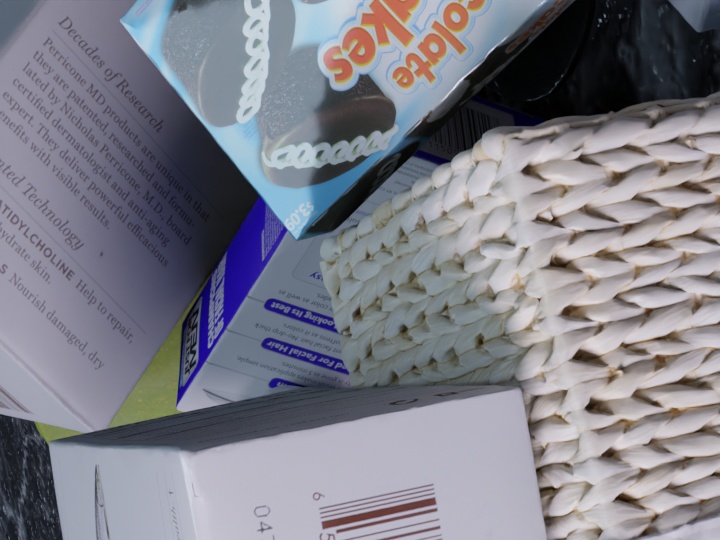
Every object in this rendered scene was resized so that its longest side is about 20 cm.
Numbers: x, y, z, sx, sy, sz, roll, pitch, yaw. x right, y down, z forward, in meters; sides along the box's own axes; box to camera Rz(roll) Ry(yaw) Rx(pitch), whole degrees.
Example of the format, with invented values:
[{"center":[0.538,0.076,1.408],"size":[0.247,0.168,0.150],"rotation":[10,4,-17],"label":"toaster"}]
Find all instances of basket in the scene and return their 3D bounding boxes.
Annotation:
[{"center":[0.115,0.031,0.678],"size":[0.198,0.200,0.161],"rotation":[150,108,-66],"label":"basket"}]

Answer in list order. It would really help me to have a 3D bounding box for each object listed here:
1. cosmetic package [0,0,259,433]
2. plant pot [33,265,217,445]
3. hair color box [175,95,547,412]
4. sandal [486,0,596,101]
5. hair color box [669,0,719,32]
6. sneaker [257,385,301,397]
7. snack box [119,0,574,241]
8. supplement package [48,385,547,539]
[{"center":[-0.174,-0.050,0.919],"size":[0.167,0.200,0.166],"rotation":[3,143,48],"label":"cosmetic package"},{"center":[-0.093,0.038,1.038],"size":[0.200,0.190,0.200],"rotation":[-22,-90,-86],"label":"plant pot"},{"center":[0.000,0.000,0.849],"size":[0.200,0.109,0.065],"rotation":[-56,25,38],"label":"hair color box"},{"center":[0.047,-0.161,0.698],"size":[0.075,0.048,0.201],"rotation":[6,112,30],"label":"sandal"},{"center":[0.140,-0.197,0.642],"size":[0.099,0.061,0.200],"rotation":[55,149,36],"label":"hair color box"},{"center":[-0.014,0.140,0.894],"size":[0.099,0.078,0.200],"rotation":[24,142,64],"label":"sneaker"},{"center":[0.014,-0.119,0.675],"size":[0.200,0.037,0.116],"rotation":[-43,79,22],"label":"snack box"},{"center":[-0.027,0.106,0.636],"size":[0.200,0.117,0.117],"rotation":[167,93,-69],"label":"supplement package"}]
